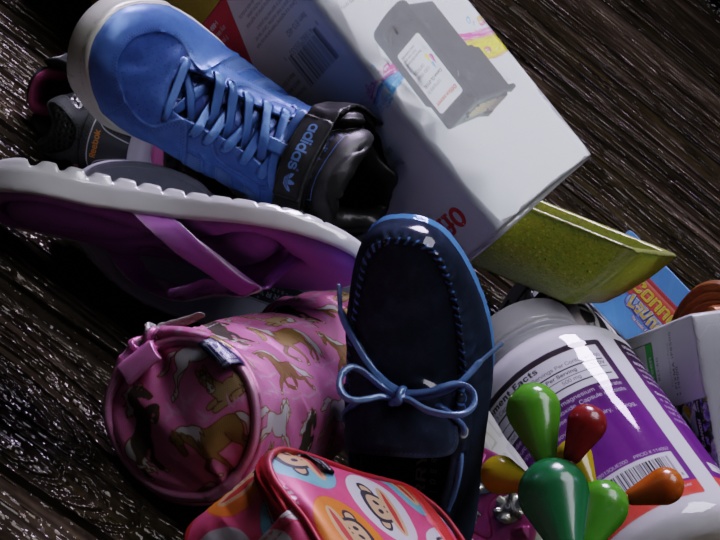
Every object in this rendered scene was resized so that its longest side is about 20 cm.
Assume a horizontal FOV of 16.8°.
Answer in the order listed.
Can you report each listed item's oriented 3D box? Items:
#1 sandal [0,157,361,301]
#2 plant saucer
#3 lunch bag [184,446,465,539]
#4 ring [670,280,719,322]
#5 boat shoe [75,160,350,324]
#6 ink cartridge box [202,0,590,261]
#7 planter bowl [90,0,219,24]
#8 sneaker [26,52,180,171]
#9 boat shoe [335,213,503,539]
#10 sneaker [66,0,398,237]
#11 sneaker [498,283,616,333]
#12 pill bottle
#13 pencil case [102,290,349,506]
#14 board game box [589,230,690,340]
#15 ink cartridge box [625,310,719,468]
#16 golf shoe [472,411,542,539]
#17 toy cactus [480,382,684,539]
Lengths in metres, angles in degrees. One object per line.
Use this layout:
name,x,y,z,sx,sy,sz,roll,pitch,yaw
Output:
sandal,-0.096,-0.008,1.223,0.202,0.050,0.082,12,-20,-2
plant saucer,0.086,-0.026,1.524,0.200,0.048,0.200,23,5,13
lunch bag,0.024,0.179,1.078,0.176,0.082,0.200,25,26,-52
ring,0.224,0.107,1.516,0.019,0.201,0.201,-6,39,-18
boat shoe,-0.075,0.001,1.312,0.200,0.074,0.065,31,-6,-21
ink cartridge box,0.013,-0.094,1.352,0.083,0.146,0.200,-38,89,-29
planter bowl,-0.100,-0.164,1.528,0.200,0.084,0.200,6,-6,1
sneaker,-0.145,-0.104,1.379,0.086,0.081,0.200,11,13,-10
boat shoe,0.031,0.074,1.175,0.069,0.084,0.201,-56,140,-61
sneaker,-0.056,-0.075,1.250,0.111,0.077,0.200,19,-12,39
sneaker,0.141,0.061,1.586,0.088,0.074,0.200,37,19,-10
pill bottle,0.135,0.110,1.401,0.112,0.112,0.200,23,26,-45
pencil case,-0.049,0.059,1.195,0.083,0.087,0.200,12,8,20
board game box,0.245,0.076,1.712,0.200,0.056,0.196,47,2,15
ink cartridge box,0.193,0.092,1.497,0.050,0.200,0.109,-6,82,-18
golf shoe,0.053,0.110,1.326,0.092,0.075,0.200,46,13,-44
toy cactus,0.110,0.154,1.153,0.102,0.201,0.165,-2,0,1
